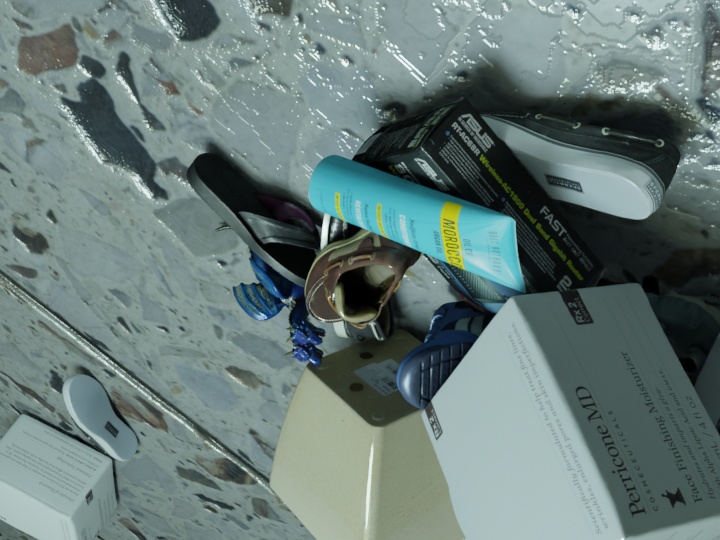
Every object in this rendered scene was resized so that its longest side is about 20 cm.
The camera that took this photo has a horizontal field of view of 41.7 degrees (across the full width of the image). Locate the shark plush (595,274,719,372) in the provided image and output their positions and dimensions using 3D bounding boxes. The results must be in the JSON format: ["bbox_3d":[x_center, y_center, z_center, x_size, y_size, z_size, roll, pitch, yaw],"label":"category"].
[{"bbox_3d":[0.303,0.059,0.829,0.200,0.083,0.091,39,142,-9],"label":"shark plush"}]

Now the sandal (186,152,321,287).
[{"bbox_3d":[-0.094,-0.053,0.990,0.200,0.075,0.048,41,123,-12],"label":"sandal"}]

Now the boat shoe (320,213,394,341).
[{"bbox_3d":[0.000,0.000,0.979,0.060,0.074,0.200,9,133,17],"label":"boat shoe"}]

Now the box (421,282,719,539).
[{"bbox_3d":[0.167,0.148,0.755,0.130,0.199,0.200,-5,147,-25],"label":"box"}]

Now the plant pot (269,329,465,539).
[{"bbox_3d":[0.030,0.184,1.037,0.200,0.200,0.178,36,134,45],"label":"plant pot"}]

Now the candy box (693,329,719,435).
[{"bbox_3d":[0.375,0.130,0.768,0.200,0.168,0.072,26,178,-5],"label":"candy box"}]

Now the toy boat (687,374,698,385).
[{"bbox_3d":[0.289,0.175,0.875,0.199,0.131,0.131,7,120,-9],"label":"toy boat"}]

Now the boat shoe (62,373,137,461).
[{"bbox_3d":[-0.438,0.240,1.544,0.066,0.070,0.200,3,141,30],"label":"boat shoe"}]

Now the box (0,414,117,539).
[{"bbox_3d":[-0.568,0.400,1.736,0.199,0.131,0.199,25,142,9],"label":"box"}]

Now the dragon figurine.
[{"bbox_3d":[-0.098,0.014,1.024,0.200,0.099,0.059,41,129,9],"label":"dragon figurine"}]

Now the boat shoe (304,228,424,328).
[{"bbox_3d":[-0.006,0.015,0.882,0.072,0.072,0.200,36,146,-14],"label":"boat shoe"}]

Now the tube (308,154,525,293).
[{"bbox_3d":[0.046,-0.043,0.769,0.200,0.050,0.078,23,152,34],"label":"tube"}]

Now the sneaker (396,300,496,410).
[{"bbox_3d":[0.093,0.077,0.914,0.082,0.200,0.074,24,118,36],"label":"sneaker"}]

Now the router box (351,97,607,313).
[{"bbox_3d":[0.097,-0.047,0.828,0.200,0.062,0.150,46,162,-16],"label":"router box"}]

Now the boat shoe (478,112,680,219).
[{"bbox_3d":[0.164,-0.096,0.771,0.200,0.057,0.069,25,157,38],"label":"boat shoe"}]
